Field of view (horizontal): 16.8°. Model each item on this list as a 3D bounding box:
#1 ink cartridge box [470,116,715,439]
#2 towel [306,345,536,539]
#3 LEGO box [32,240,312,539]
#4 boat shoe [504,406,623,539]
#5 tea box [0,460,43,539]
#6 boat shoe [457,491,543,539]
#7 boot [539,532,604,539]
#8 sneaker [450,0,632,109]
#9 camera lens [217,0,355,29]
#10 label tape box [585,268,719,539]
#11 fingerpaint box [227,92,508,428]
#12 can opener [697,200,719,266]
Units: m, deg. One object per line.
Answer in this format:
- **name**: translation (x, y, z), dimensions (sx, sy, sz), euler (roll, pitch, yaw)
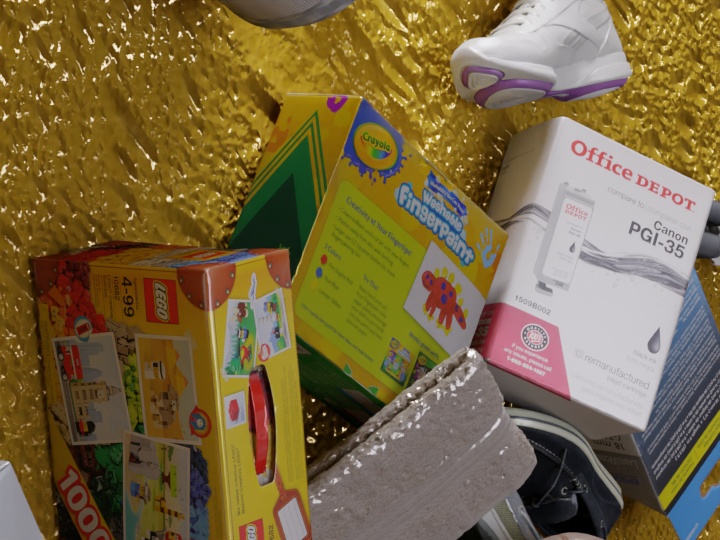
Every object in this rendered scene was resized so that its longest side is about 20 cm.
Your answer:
- **ink cartridge box**: translation (0.161, 0.006, 1.807), dimensions (0.146, 0.083, 0.200), euler (24, 73, -19)
- **towel**: translation (0.024, 0.151, 1.659), dimensions (0.200, 0.034, 0.133), euler (-38, 136, -8)
- **LEGO box**: translation (-0.113, 0.087, 1.472), dimensions (0.077, 0.149, 0.201), euler (-16, 105, -49)
- **boat shoe**: translation (0.140, 0.159, 1.843), dimensions (0.200, 0.074, 0.062), euler (46, 52, -48)
- **tea box**: translation (-0.259, 0.232, 1.320), dimensions (0.197, 0.133, 0.200), euler (-43, 124, -41)
- **boat shoe**: translation (0.101, 0.187, 1.799), dimensions (0.065, 0.074, 0.202), euler (-52, 123, -28)
- **boot**: translation (0.131, 0.279, 1.764), dimensions (0.146, 0.070, 0.200), euler (2, 122, -18)
- **sneaker**: translation (0.125, -0.174, 1.813), dimensions (0.200, 0.075, 0.100), euler (-9, 86, -54)
- **camera lens**: translation (-0.074, -0.252, 1.482), dimensions (0.200, 0.160, 0.160), euler (32, 69, -47)
- **label tape box**: translation (0.239, 0.104, 1.962), dimensions (0.144, 0.063, 0.200), euler (-49, 127, -35)
- **fingerpaint box**: translation (0.000, 0.000, 1.659), dimensions (0.200, 0.073, 0.167), euler (39, 64, -46)
- **can opener**: translation (0.272, -0.033, 2.002), dimensions (0.200, 0.066, 0.053), euler (13, 81, -41)
